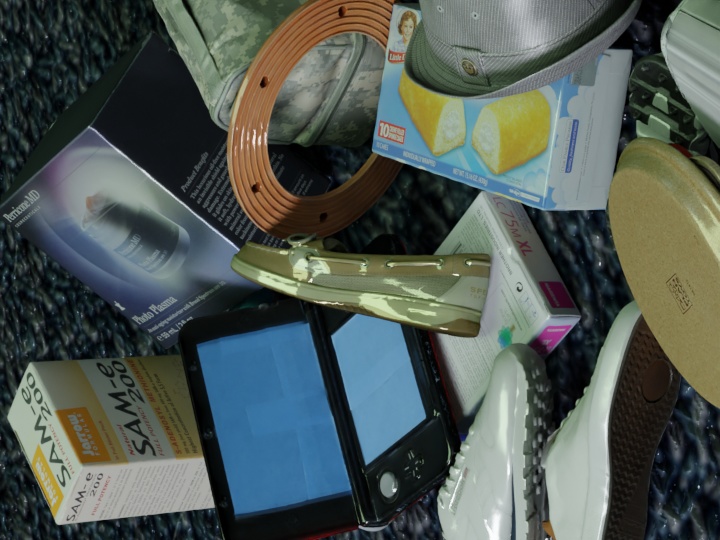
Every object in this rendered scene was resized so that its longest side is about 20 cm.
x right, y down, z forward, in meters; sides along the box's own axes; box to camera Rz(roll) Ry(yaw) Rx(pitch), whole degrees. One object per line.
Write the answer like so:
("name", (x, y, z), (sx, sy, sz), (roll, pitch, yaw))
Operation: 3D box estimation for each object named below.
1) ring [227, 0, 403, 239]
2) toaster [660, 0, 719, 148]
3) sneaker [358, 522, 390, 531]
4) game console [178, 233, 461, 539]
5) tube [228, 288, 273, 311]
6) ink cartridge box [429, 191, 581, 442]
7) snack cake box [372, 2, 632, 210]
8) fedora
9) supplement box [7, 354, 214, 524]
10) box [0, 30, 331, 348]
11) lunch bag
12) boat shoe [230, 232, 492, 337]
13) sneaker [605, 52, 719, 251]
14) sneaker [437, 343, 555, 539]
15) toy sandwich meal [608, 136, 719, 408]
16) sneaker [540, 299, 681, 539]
("ring", (-0.025, -0.118, 1.466), (0.019, 0.200, 0.202), (30, 115, 39))
("toaster", (0.261, -0.102, 1.123), (0.114, 0.200, 0.129), (-45, 42, -1))
("sneaker", (-0.036, 0.156, 1.597), (0.109, 0.070, 0.201), (-57, 42, 31))
("game console", (-0.034, 0.091, 1.483), (0.172, 0.118, 0.201), (-43, 54, 44))
("tube", (-0.097, 0.052, 1.645), (0.078, 0.050, 0.201), (-53, 21, 33))
("ink cartridge box", (0.078, 0.050, 1.468), (0.200, 0.042, 0.120), (-52, 50, 37))
("snack cake box", (0.099, -0.121, 1.411), (0.199, 0.067, 0.116), (23, 110, 50))
("fedora", (0.096, -0.203, 1.322), (0.177, 0.090, 0.200), (-44, 36, -12))
("supplement box", (-0.188, 0.142, 1.695), (0.126, 0.199, 0.074), (56, 132, 35))
("box", (-0.170, -0.061, 1.638), (0.200, 0.198, 0.124), (-32, 23, 51))
("lunch bag", (-0.077, -0.200, 1.560), (0.140, 0.167, 0.201), (-56, 49, 38))
("boat shoe", (0.000, 0.000, 1.442), (0.199, 0.073, 0.064), (13, 88, 26))
("sneaker", (0.211, -0.077, 1.262), (0.066, 0.090, 0.201), (36, 147, 27))
("sneaker", (0.093, 0.148, 1.390), (0.080, 0.076, 0.202), (8, 104, 25))
("toy sandwich meal", (0.221, 0.004, 1.174), (0.206, 0.070, 0.206), (60, 167, 23))
("sneaker", (0.159, 0.106, 1.332), (0.084, 0.072, 0.202), (29, 116, 46))
